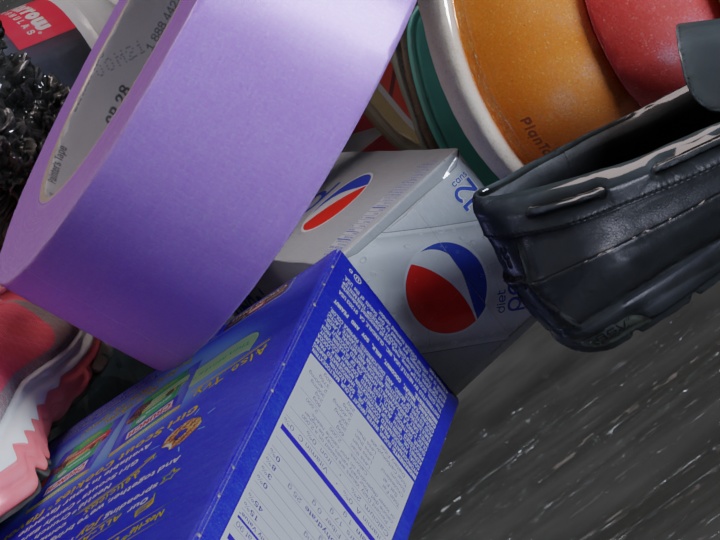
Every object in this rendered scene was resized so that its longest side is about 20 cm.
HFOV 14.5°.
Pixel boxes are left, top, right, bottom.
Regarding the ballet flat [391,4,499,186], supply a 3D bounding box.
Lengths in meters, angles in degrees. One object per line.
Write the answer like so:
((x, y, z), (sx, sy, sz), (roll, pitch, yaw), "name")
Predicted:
((0.032, -0.117, 1.107), (0.067, 0.201, 0.064), (-20, 4, -8), "ballet flat")

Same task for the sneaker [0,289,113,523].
((-0.145, 0.032, 0.997), (0.074, 0.087, 0.200), (-37, 12, 12), "sneaker")

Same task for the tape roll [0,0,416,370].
((-0.048, -0.068, 0.964), (0.200, 0.066, 0.200), (-55, 15, 22), "tape roll")

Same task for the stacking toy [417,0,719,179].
((0.133, -0.104, 0.954), (0.200, 0.146, 0.146), (-12, 28, 36), "stacking toy")

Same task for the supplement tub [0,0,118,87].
((-0.164, -0.049, 1.340), (0.200, 0.141, 0.140), (-24, 9, -19), "supplement tub")

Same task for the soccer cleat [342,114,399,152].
((-0.020, -0.049, 1.253), (0.068, 0.073, 0.200), (-47, 15, -25), "soccer cleat")

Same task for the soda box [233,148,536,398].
((0.000, 0.000, 1.059), (0.063, 0.068, 0.200), (-42, 14, -13), "soda box")

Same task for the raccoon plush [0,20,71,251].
((-0.134, -0.017, 1.123), (0.200, 0.134, 0.097), (-47, 20, 47), "raccoon plush")

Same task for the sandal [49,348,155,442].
((-0.106, 0.101, 1.054), (0.048, 0.075, 0.201), (11, 55, 40), "sandal")

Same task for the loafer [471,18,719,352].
((0.125, -0.052, 0.888), (0.200, 0.070, 0.068), (-35, 13, 17), "loafer")

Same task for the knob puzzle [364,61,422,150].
((0.040, -0.143, 1.171), (0.220, 0.220, 0.030), (-49, 14, -33), "knob puzzle")

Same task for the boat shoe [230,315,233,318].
((-0.066, -0.030, 1.203), (0.068, 0.074, 0.199), (-35, -12, -31), "boat shoe")

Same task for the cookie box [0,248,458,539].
((-0.069, 0.103, 0.901), (0.171, 0.075, 0.200), (-34, 14, 26), "cookie box")

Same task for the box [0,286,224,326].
((-0.158, 0.066, 1.208), (0.200, 0.096, 0.100), (-28, 19, 37), "box")
